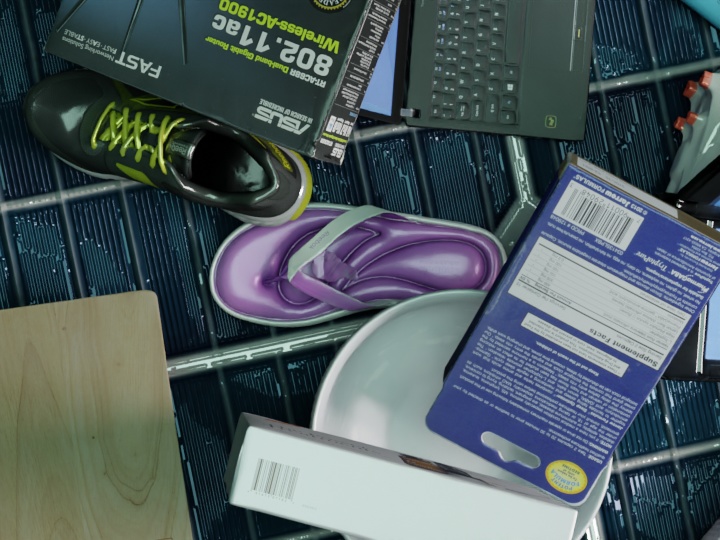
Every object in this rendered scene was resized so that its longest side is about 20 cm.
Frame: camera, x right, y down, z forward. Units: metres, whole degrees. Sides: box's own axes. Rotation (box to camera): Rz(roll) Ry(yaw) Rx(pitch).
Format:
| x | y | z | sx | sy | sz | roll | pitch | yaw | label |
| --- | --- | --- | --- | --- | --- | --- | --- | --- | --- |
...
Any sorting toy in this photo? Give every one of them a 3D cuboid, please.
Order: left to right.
| x | y | z | sx | sy | sz | roll | pitch | yaw | label |
| --- | --- | --- | --- | --- | --- | --- | --- | --- | --- |
| -0.214 | 0.129 | 1.351 | 0.197 | 0.070 | 0.201 | -8 | 68 | -7 | sorting toy |

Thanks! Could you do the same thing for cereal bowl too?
| x | y | z | sx | sy | sz | roll | pitch | yaw | label |
| --- | --- | --- | --- | --- | --- | --- | --- | --- | --- |
| 0.062 | 0.110 | 1.399 | 0.198 | 0.083 | 0.202 | 0 | 90 | -6 | cereal bowl |

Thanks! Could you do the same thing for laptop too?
| x | y | z | sx | sy | sz | roll | pitch | yaw | label |
| --- | --- | --- | --- | --- | --- | --- | --- | --- | --- |
| 0.067 | -0.184 | 1.393 | 0.198 | 0.103 | 0.179 | 5 | 89 | -5 | laptop |

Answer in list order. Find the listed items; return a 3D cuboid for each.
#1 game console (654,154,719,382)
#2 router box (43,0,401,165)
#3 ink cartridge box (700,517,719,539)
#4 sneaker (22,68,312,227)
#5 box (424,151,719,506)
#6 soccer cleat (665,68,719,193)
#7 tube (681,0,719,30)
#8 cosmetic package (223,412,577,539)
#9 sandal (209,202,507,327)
| x | y | z | sx | sy | sz | roll | pitch | yaw | label |
| --- | --- | --- | --- | --- | --- | --- | --- | --- | --- |
| 0.295 | -0.010 | 1.370 | 0.199 | 0.116 | 0.177 | 5 | 89 | -35 | game console |
| -0.080 | -0.170 | 1.315 | 0.199 | 0.062 | 0.151 | 22 | 95 | 16 | router box |
| 0.307 | 0.183 | 1.423 | 0.116 | 0.067 | 0.200 | 41 | 86 | 6 | ink cartridge box |
| -0.127 | -0.088 | 1.375 | 0.199 | 0.085 | 0.075 | 17 | 88 | 4 | sneaker |
| 0.134 | 0.040 | 1.326 | 0.121 | 0.032 | 0.201 | 27 | 110 | -4 | box |
| 0.234 | -0.040 | 1.428 | 0.077 | 0.069 | 0.201 | 22 | 84 | -8 | soccer cleat |
| 0.258 | -0.192 | 1.445 | 0.199 | 0.050 | 0.078 | 32 | 94 | -10 | tube |
| 0.019 | 0.136 | 1.278 | 0.199 | 0.151 | 0.052 | 15 | 86 | -5 | cosmetic package |
| -0.001 | -0.008 | 1.410 | 0.201 | 0.050 | 0.083 | -4 | 88 | -4 | sandal |
